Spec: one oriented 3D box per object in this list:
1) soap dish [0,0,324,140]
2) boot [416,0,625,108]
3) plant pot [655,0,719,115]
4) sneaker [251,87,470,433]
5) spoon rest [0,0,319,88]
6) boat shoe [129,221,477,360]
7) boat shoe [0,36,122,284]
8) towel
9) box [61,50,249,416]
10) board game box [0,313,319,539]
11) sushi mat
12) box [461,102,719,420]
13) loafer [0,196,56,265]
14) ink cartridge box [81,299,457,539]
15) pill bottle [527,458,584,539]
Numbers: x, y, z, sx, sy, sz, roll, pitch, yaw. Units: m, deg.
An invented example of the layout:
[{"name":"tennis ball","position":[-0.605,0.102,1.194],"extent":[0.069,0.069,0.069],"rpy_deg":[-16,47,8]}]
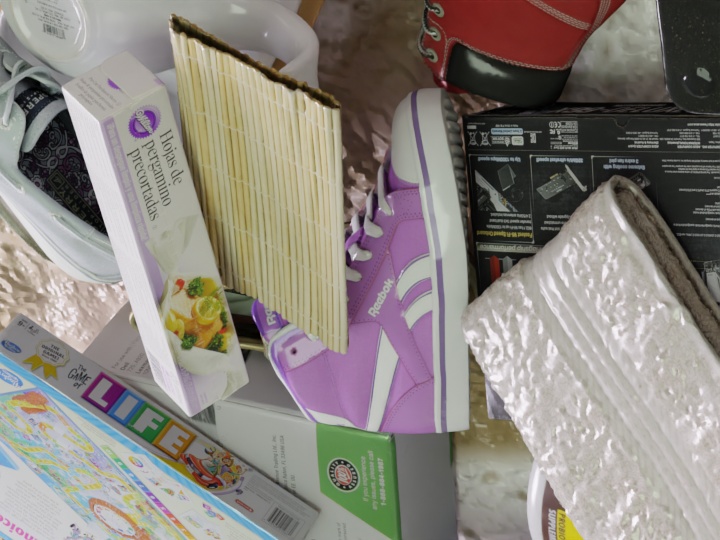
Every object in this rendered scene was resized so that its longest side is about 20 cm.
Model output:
[{"name":"soap dish","position":[-0.102,-0.132,1.410],"extent":[0.157,0.081,0.200],"rpy_deg":[31,132,4]},{"name":"boot","position":[0.029,-0.161,1.331],"extent":[0.200,0.072,0.144],"rpy_deg":[32,133,-2]},{"name":"plant pot","position":[0.211,-0.164,1.161],"extent":[0.200,0.177,0.200],"rpy_deg":[6,125,25]},{"name":"sneaker","position":[0.000,0.001,1.398],"extent":[0.114,0.073,0.201],"rpy_deg":[1,121,3]},{"name":"spoon rest","position":[-0.097,-0.121,1.335],"extent":[0.200,0.061,0.100],"rpy_deg":[24,131,27]},{"name":"boat shoe","position":[-0.032,0.021,1.490],"extent":[0.200,0.076,0.072],"rpy_deg":[-3,121,28]},{"name":"boat shoe","position":[-0.168,-0.075,1.379],"extent":[0.201,0.070,0.071],"rpy_deg":[47,149,-19]},{"name":"towel","position":[0.133,0.071,1.308],"extent":[0.133,0.034,0.200],"rpy_deg":[-43,73,40]},{"name":"box","position":[-0.098,-0.014,1.352],"extent":[0.041,0.039,0.200],"rpy_deg":[40,153,43]},{"name":"board game box","position":[-0.135,0.128,1.538],"extent":[0.200,0.034,0.135],"rpy_deg":[34,133,4]},{"name":"sushi mat","position":[-0.047,-0.037,1.314],"extent":[0.096,0.012,0.200],"rpy_deg":[27,150,18]},{"name":"box","position":[0.146,-0.001,1.335],"extent":[0.200,0.050,0.158],"rpy_deg":[2,102,41]},{"name":"loafer","position":[-0.203,-0.083,1.515],"extent":[0.070,0.075,0.200],"rpy_deg":[-23,106,50]},{"name":"ink cartridge box","position":[-0.054,0.107,1.558],"extent":[0.200,0.084,0.146],"rpy_deg":[12,128,21]},{"name":"pill bottle","position":[0.193,0.128,1.405],"extent":[0.200,0.109,0.109],"rpy_deg":[17,131,32]}]
